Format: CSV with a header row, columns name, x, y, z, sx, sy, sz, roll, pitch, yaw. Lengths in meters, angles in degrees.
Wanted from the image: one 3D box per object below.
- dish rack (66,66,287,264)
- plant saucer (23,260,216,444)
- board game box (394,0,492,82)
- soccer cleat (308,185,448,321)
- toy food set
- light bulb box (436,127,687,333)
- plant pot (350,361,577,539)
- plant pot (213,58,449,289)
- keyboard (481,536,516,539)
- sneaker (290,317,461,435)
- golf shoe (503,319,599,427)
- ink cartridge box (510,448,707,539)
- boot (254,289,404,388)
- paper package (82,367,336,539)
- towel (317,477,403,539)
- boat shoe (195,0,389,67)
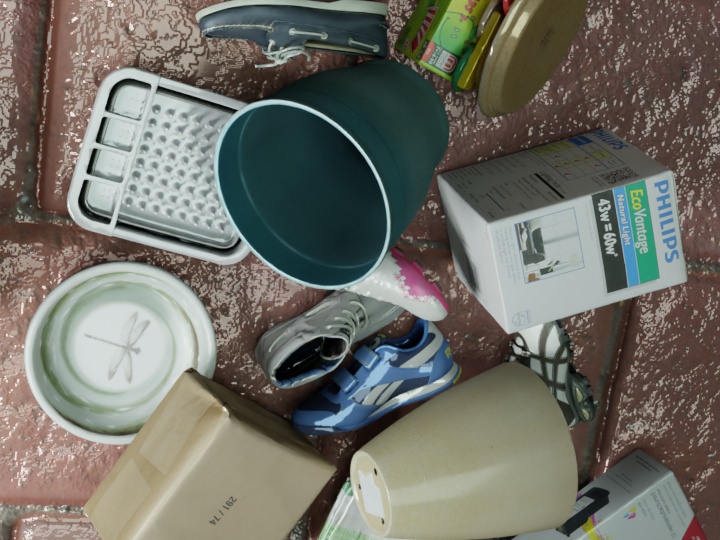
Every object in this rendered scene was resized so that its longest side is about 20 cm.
name,x,y,z,sx,sy,sz,roll,pitch,yaw
dish rack,-0.189,-0.108,1.552,0.199,0.044,0.173,15,101,-17
plant saucer,-0.253,0.082,1.589,0.199,0.050,0.201,-4,107,-13
board game box,0.112,-0.297,1.535,0.047,0.102,0.201,25,99,-20
soccer cleat,0.000,0.000,1.585,0.200,0.070,0.086,41,78,9
toy food set,0.171,-0.247,1.530,0.049,0.198,0.201,33,105,18
light bulb box,0.207,-0.047,1.580,0.199,0.198,0.125,-15,111,-7
plant pot,0.097,0.213,1.613,0.199,0.187,0.188,-14,110,-25
plant pot,-0.012,-0.115,1.497,0.188,0.199,0.201,-45,119,-45
keyboard,0.158,0.361,1.774,0.104,0.040,0.200,-44,110,2
sneaker,0.009,0.116,1.651,0.199,0.074,0.083,-24,111,-14
golf shoe,0.192,0.101,1.685,0.094,0.078,0.201,-27,109,-4
ink cartridge box,0.294,0.331,1.762,0.200,0.083,0.146,-34,112,-9
boot,-0.016,0.063,1.614,0.199,0.096,0.074,-33,111,-2
paper package,-0.158,0.233,1.599,0.190,0.103,0.200,33,96,-43
towel,0.012,0.342,1.679,0.149,0.031,0.201,23,97,-14
boat shoe,-0.067,-0.239,1.526,0.199,0.075,0.062,-3,91,-21
